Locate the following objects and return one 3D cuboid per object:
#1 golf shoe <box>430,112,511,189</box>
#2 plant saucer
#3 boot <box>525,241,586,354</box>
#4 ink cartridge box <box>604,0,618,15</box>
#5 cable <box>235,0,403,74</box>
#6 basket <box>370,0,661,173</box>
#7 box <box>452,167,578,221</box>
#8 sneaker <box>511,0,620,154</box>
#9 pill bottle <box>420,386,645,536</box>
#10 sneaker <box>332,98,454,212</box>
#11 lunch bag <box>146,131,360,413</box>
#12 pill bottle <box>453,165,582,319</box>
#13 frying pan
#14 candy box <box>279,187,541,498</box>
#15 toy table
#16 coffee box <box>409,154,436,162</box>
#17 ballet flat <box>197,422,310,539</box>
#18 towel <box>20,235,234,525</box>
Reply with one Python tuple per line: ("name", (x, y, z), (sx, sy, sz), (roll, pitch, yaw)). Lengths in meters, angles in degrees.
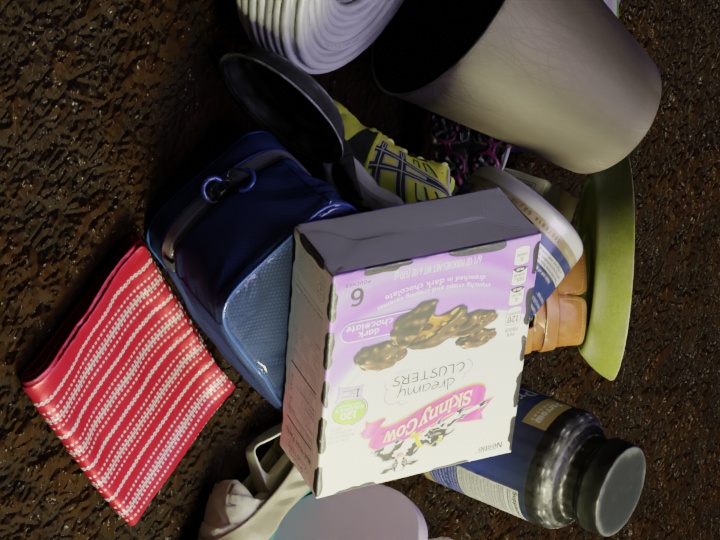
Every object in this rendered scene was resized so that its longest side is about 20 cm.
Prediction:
("golf shoe", (0.104, -0.166, 1.783), (0.092, 0.072, 0.201), (-22, 113, -67))
("plant saucer", (0.208, -0.006, 1.840), (0.200, 0.031, 0.201), (-177, -90, -89))
("boot", (0.112, 0.059, 1.798), (0.154, 0.077, 0.201), (2, 96, -21))
("ink cartridge box", (0.157, -0.293, 1.752), (0.200, 0.075, 0.148), (65, 24, -45))
("cable", (-0.015, -0.243, 1.563), (0.200, 0.069, 0.200), (-48, 154, -29))
("basket", (0.134, -0.171, 1.667), (0.200, 0.136, 0.181), (30, 92, -37))
("box", (0.109, 0.010, 1.880), (0.078, 0.095, 0.201), (20, 91, -60))
("sneaker", (0.167, -0.185, 1.890), (0.201, 0.080, 0.089), (-55, 150, -14))
("pill bottle", (0.151, 0.166, 1.920), (0.112, 0.199, 0.112), (-31, 131, -45))
("sneaker", (0.027, -0.063, 1.645), (0.076, 0.200, 0.076), (-32, 159, -16))
("lunch bag", (-0.068, -0.004, 1.588), (0.136, 0.132, 0.200), (-40, 138, -10))
("pill bottle", (0.076, 0.025, 1.684), (0.200, 0.111, 0.111), (-51, 143, -8))
("frying pan", (-0.031, -0.098, 1.574), (0.190, 0.115, 0.031), (47, 71, -25))
("candy box", (0.034, 0.053, 1.547), (0.167, 0.072, 0.201), (-12, 127, -23))
("toy table", (-0.019, 0.265, 1.766), (0.117, 0.199, 0.185), (44, 28, -56))
("coffee box", (0.000, 0.000, 1.762), (0.123, 0.044, 0.201), (-4, 109, -57))
("ballet flat", (-0.085, 0.180, 1.723), (0.200, 0.069, 0.070), (-47, 140, -34))
("towel", (-0.169, 0.084, 1.582), (0.145, 0.022, 0.200), (-54, 143, -22))
